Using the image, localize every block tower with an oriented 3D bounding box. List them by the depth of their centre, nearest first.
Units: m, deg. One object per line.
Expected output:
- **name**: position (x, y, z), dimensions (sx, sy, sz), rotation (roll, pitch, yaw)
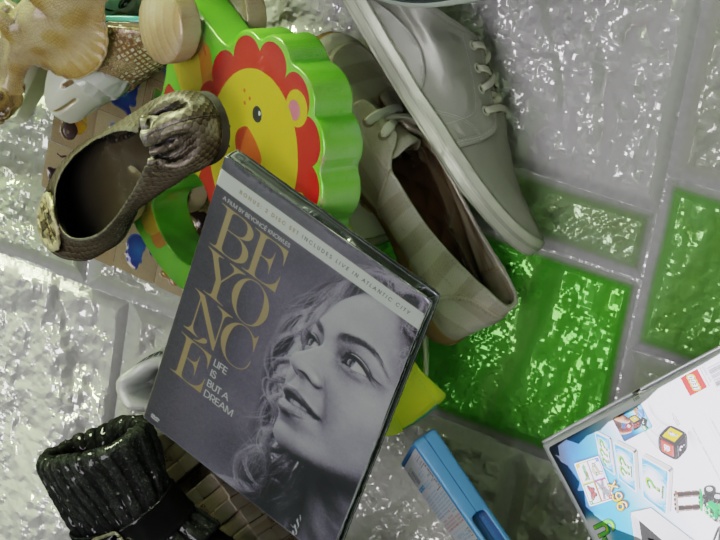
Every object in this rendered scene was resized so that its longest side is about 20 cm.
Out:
- **block tower**: position (-0.063, 0.183, 1.474), dimensions (0.054, 0.058, 0.200), rotation (-42, 82, 32)

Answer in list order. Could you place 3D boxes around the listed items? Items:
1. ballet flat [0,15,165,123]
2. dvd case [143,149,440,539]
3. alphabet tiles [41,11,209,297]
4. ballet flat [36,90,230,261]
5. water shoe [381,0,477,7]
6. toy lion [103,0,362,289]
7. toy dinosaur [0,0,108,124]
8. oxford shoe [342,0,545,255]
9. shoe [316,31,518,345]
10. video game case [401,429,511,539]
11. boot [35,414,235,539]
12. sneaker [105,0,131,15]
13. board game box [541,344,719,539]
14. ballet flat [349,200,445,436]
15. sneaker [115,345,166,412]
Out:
- **ballet flat**: position (-0.195, -0.124, 1.451), dimensions (0.199, 0.070, 0.066), rotation (2, 76, 38)
- **dvd case**: position (-0.044, 0.051, 1.306), dimensions (0.149, 0.016, 0.200), rotation (36, 128, 20)
- **alphabet tiles**: position (-0.116, -0.067, 1.468), dimensions (0.199, 0.006, 0.167), rotation (22, 114, 23)
- **ballet flat**: position (-0.146, -0.055, 1.360), dimensions (0.200, 0.046, 0.068), rotation (-26, 81, 50)
- **water shoe**: position (0.071, -0.183, 1.282), dimensions (0.199, 0.079, 0.072), rotation (9, 106, 22)
- **toy lion**: position (-0.071, -0.063, 1.348), dimensions (0.192, 0.068, 0.200), rotation (53, 136, 33)
- **toy dinosaur**: position (-0.184, -0.166, 1.382), dimensions (0.200, 0.058, 0.101), rotation (-38, 92, 33)
- **oxford shoe**: position (0.056, -0.100, 1.325), dimensions (0.058, 0.075, 0.200), rotation (-31, 87, 6)
- **shoe**: position (0.031, -0.053, 1.347), dimensions (0.053, 0.070, 0.200), rotation (-18, 103, 45)
- **video game case**: position (0.090, 0.185, 1.347), dimensions (0.018, 0.143, 0.200), rotation (-34, 83, -7)
- **boot**: position (-0.102, 0.162, 1.410), dimensions (0.211, 0.079, 0.158), rotation (-14, 97, 34)
- **sneaker**: position (-0.216, -0.235, 1.440), dimensions (0.200, 0.074, 0.089), rotation (47, 125, 7)
- **board game box**: position (0.199, 0.152, 1.252), dimensions (0.126, 0.035, 0.200), rotation (-30, 84, 28)
- **ballet flat**: position (0.000, 0.000, 1.383), dimensions (0.067, 0.067, 0.201), rotation (-19, 81, 1)
- **sneaker**: position (-0.073, 0.077, 1.394), dimensions (0.200, 0.080, 0.077), rotation (1, 101, 59)
